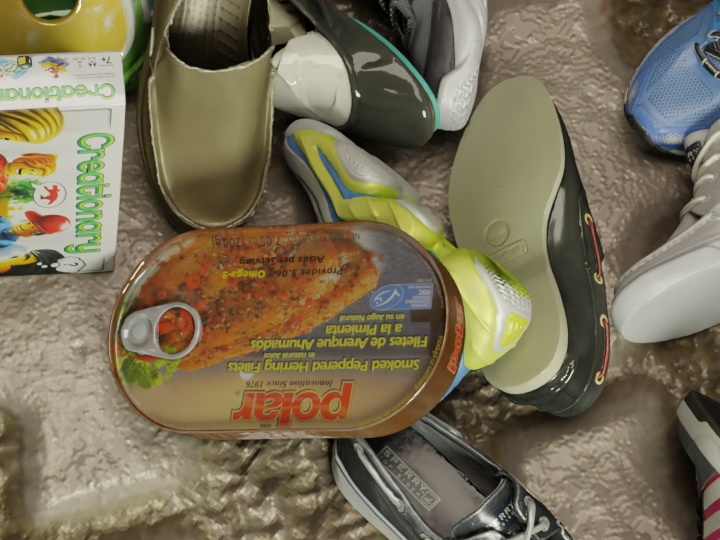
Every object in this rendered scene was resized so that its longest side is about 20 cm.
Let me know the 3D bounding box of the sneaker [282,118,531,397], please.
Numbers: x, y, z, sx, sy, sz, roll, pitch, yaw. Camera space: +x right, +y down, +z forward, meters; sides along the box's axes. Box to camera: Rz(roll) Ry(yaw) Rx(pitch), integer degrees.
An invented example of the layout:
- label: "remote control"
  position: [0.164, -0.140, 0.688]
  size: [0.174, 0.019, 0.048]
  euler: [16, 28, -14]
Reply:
- label: "sneaker"
  position: [0.000, 0.000, 1.378]
  size: [0.105, 0.076, 0.200]
  euler: [-51, 50, 5]

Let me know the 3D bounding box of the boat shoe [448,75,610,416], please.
- label: "boat shoe"
  position: [0.096, -0.014, 1.407]
  size: [0.074, 0.063, 0.202]
  euler: [-21, 56, 29]

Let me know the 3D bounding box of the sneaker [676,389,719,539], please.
- label: "sneaker"
  position: [0.193, 0.157, 1.324]
  size: [0.083, 0.121, 0.200]
  euler: [27, 17, -26]

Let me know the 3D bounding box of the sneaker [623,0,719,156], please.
- label: "sneaker"
  position: [0.233, -0.147, 1.465]
  size: [0.200, 0.089, 0.079]
  euler: [-40, 74, -8]

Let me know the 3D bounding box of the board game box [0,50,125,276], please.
- label: "board game box"
  position: [-0.188, -0.051, 1.310]
  size: [0.126, 0.200, 0.035]
  euler: [-4, 66, -8]

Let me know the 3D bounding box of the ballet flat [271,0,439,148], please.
- label: "ballet flat"
  position: [-0.040, -0.130, 1.440]
  size: [0.068, 0.068, 0.200]
  euler: [-27, 58, -30]

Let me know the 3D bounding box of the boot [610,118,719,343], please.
- label: "boot"
  position: [0.205, -0.034, 1.432]
  size: [0.200, 0.074, 0.096]
  euler: [-22, 62, -26]

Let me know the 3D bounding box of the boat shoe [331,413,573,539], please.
- label: "boat shoe"
  position: [0.068, 0.137, 1.322]
  size: [0.200, 0.068, 0.072]
  euler: [42, 66, 14]

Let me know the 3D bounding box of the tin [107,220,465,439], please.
- label: "tin"
  position: [-0.039, 0.035, 1.327]
  size: [0.199, 0.042, 0.112]
  euler: [-2, 71, 25]

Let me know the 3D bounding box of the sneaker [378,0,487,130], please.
- label: "sneaker"
  position: [0.014, -0.169, 1.469]
  size: [0.113, 0.076, 0.201]
  euler: [0, 61, -3]

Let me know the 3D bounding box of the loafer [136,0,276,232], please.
- label: "loafer"
  position: [-0.084, -0.108, 1.369]
  size: [0.076, 0.201, 0.067]
  euler: [-4, 20, -8]

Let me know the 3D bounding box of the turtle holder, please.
- label: "turtle holder"
  position: [-0.181, -0.157, 1.402]
  size: [0.141, 0.132, 0.186]
  euler: [20, 63, 2]
